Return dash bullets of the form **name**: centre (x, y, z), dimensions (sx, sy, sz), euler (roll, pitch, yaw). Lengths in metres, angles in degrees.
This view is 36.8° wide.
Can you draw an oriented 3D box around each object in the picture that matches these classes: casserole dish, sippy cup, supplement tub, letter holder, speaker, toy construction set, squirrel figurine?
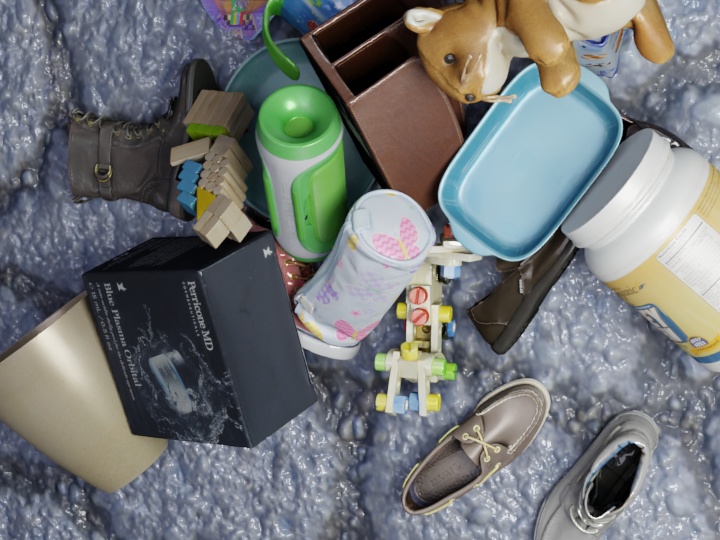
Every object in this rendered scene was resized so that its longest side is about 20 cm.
- **casserole dish**: centre (0.162, -0.102, 1.030), dimensions (0.121, 0.039, 0.201), euler (38, 99, 13)
- **sippy cup**: centre (-0.003, -0.262, 1.089), dimensions (0.177, 0.139, 0.131), euler (-39, 84, 21)
- **supplement tub**: centre (0.299, -0.020, 0.995), dimensions (0.199, 0.145, 0.145), euler (39, 109, -7)
- **letter holder**: centre (0.053, -0.166, 1.028), dimensions (0.141, 0.200, 0.101), euler (-33, 56, 0)
- **speaker**: centre (-0.054, -0.090, 1.066), dimensions (0.087, 0.201, 0.089), euler (-1, 59, 1)
- **toy construction set**: centre (0.066, 0.043, 1.115), dimensions (0.091, 0.131, 0.202), euler (18, 103, 15)
- **squirrel figurine**: centre (0.127, -0.233, 0.884), dimensions (0.185, 0.141, 0.202), euler (-23, 71, 25)

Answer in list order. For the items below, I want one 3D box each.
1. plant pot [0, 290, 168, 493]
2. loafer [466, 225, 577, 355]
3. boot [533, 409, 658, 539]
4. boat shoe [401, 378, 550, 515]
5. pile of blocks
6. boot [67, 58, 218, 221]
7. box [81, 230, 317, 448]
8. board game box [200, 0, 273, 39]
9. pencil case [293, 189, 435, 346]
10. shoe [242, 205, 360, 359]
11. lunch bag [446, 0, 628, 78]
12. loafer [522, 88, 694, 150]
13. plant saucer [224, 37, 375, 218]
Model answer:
- **plant pot**: centre (-0.321, 0.152, 1.260), dimensions (0.186, 0.188, 0.201), euler (-31, 102, 21)
- **loafer**: centre (0.171, -0.009, 1.101), dimensions (0.071, 0.073, 0.201), euler (34, 107, 10)
- **boot**: centre (0.233, 0.235, 1.104), dimensions (0.073, 0.095, 0.201), euler (30, 107, 13)
- **boat shoe**: centre (0.121, 0.193, 1.157), dimensions (0.200, 0.059, 0.072), euler (-42, 83, 20)
- **pile of blocks**: centre (-0.151, -0.099, 1.137), dimensions (0.081, 0.062, 0.202), euler (-12, 54, 17)
- **boot**: centre (-0.258, -0.156, 1.234), dimensions (0.172, 0.069, 0.202), euler (16, 105, 16)
- **box**: centre (-0.174, 0.072, 1.166), dimensions (0.198, 0.117, 0.199), euler (-2, 110, 39)
- **board game box**: centre (-0.121, -0.350, 1.140), dimensions (0.200, 0.039, 0.159), euler (-40, 70, 31)
- **pencil case**: centre (0.000, 0.000, 1.081), dimensions (0.090, 0.084, 0.200), euler (20, 147, -12)
- **shoe**: centre (-0.073, 0.011, 1.191), dimensions (0.199, 0.071, 0.092), euler (33, 113, 17)
- **lunch bag**: centre (0.156, -0.272, 1.012), dimensions (0.198, 0.170, 0.125), euler (19, 93, 16)
- **loafer**: centre (0.243, -0.125, 1.063), dimensions (0.199, 0.063, 0.072), euler (30, 105, 13)
- **plant saucer**: centre (-0.061, -0.151, 1.182), dimensions (0.198, 0.036, 0.203), euler (3, 100, 19)
